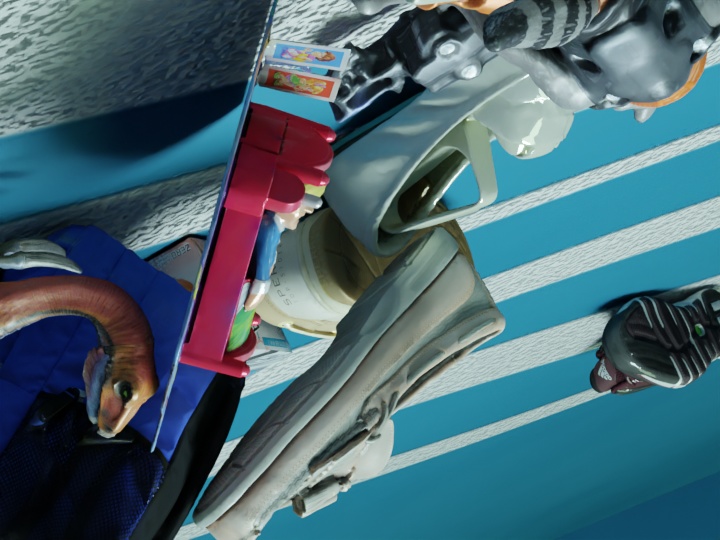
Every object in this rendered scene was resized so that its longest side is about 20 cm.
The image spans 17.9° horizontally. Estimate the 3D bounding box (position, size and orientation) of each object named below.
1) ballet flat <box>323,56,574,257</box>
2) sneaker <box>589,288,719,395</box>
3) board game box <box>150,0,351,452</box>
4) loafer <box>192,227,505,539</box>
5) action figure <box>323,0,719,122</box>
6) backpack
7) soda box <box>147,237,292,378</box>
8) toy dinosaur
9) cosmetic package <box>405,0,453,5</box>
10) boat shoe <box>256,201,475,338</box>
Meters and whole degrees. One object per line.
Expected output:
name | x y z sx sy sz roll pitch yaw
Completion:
ballet flat | 0.055 -0.067 1.024 0.069 0.070 0.200 -11 161 -43
sneaker | 0.218 0.073 1.812 0.115 0.076 0.200 -29 167 31
board game box | -0.039 -0.013 0.880 0.039 0.158 0.200 15 158 -3
loafer | 0.003 0.061 1.037 0.200 0.063 0.072 -50 -172 -37
action figure | 0.064 -0.093 0.872 0.200 0.105 0.193 -34 154 23
backpack | -0.149 0.075 1.005 0.200 0.168 0.163 -57 -172 -34
soda box | -0.139 0.058 1.161 0.200 0.064 0.068 -29 166 18
toy dinosaur | -0.175 0.038 0.851 0.181 0.105 0.200 -16 171 28
cosmetic package | 0.082 -0.148 0.682 0.200 0.073 0.104 -13 137 -42
boat shoe | 0.000 0.000 1.188 0.069 0.074 0.200 -17 169 24
